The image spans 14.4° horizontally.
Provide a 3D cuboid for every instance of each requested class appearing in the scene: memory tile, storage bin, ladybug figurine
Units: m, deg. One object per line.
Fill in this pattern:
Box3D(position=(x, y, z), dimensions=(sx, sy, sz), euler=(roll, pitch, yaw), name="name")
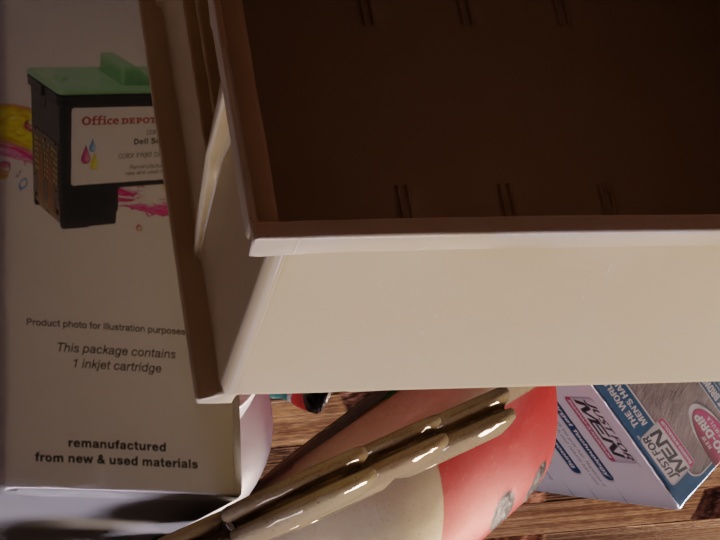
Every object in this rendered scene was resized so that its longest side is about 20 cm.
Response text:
Box3D(position=(-0.053, 0.093, 0.954), dimensions=(0.200, 0.017, 0.153), euler=(-27, 175, 29), name="memory tile")
Box3D(position=(0.046, -0.069, 0.792), dimensions=(0.199, 0.199, 0.094), euler=(-1, 148, -15), name="storage bin")
Box3D(position=(0.023, 0.085, 1.193), dimensions=(0.136, 0.072, 0.200), euler=(-35, -179, 38), name="ladybug figurine")

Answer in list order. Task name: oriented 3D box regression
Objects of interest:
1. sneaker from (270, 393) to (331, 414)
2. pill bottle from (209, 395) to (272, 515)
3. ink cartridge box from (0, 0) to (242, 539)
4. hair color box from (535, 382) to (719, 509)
Box3D(position=(-0.047, 0.013, 1.326), dimensions=(0.093, 0.071, 0.200), euler=(18, -171, 2), name="sneaker")
Box3D(position=(-0.104, 0.081, 1.132), dimensions=(0.112, 0.113, 0.200), euler=(1, 145, -23), name="pill bottle")
Box3D(position=(-0.103, -0.009, 0.963), dimensions=(0.084, 0.201, 0.145), euler=(5, 164, -23), name="ink cartridge box")
Box3D(position=(0.088, 0.053, 1.373), dimensions=(0.061, 0.100, 0.200), euler=(-45, -159, -21), name="hair color box")
